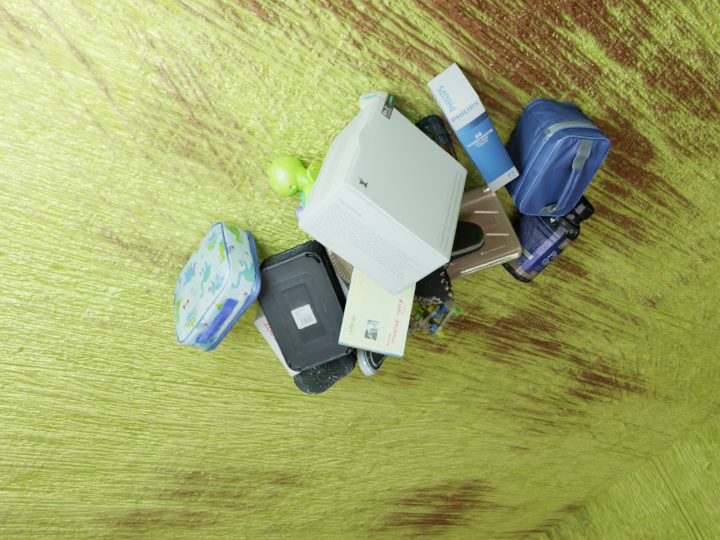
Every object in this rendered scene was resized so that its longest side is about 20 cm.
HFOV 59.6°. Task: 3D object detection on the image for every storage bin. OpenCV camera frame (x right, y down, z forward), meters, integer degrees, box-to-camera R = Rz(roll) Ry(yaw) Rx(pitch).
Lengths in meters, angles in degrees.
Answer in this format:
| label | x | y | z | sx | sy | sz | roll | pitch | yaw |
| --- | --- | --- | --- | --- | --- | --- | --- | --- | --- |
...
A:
| label | x | y | z | sx | sy | sz | roll | pitch | yaw |
| --- | --- | --- | --- | --- | --- | --- | --- | --- | --- |
| storage bin | -0.100 | 0.064 | 1.150 | 0.133 | 0.094 | 0.204 | -20 | 104 | 7 |

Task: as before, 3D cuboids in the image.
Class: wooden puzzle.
| label | x | y | z | sx | sy | sz | roll | pitch | yaw |
| --- | --- | --- | --- | --- | --- | --- | --- | --- | --- |
| wooden puzzle | 0.199 | -0.073 | 1.218 | 0.182 | 0.047 | 0.201 | -20 | 135 | 20 |

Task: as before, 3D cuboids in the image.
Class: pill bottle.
| label | x | y | z | sx | sy | sz | roll | pitch | yaw |
| --- | --- | --- | --- | --- | --- | --- | --- | --- | --- |
| pill bottle | 0.376 | -0.080 | 1.287 | 0.110 | 0.113 | 0.200 | 19 | 125 | -36 |

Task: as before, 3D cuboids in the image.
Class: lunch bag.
| label | x | y | z | sx | sy | sz | roll | pitch | yaw |
| --- | --- | --- | --- | --- | --- | --- | --- | --- | --- |
| lunch bag | -0.255 | 0.033 | 1.103 | 0.081 | 0.162 | 0.201 | 19 | 124 | -36 |
| lunch bag | 0.345 | -0.190 | 1.143 | 0.133 | 0.134 | 0.202 | 0 | 134 | -22 |

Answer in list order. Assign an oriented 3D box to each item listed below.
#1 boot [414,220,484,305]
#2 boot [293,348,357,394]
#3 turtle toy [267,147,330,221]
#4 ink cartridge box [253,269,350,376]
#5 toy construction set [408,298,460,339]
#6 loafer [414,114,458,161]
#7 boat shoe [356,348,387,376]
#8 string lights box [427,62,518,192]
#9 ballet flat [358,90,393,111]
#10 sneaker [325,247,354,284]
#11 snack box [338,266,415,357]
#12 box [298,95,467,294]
| label | x | y | z | sx | sy | sz | roll | pitch | yaw |
| --- | --- | --- | --- | --- | --- | --- | --- | --- | --- |
| boot | 0.159 | -0.010 | 1.198 | 0.200 | 0.075 | 0.154 | -14 | 138 | 25 |
| boot | -0.039 | 0.172 | 1.347 | 0.163 | 0.200 | 0.066 | -26 | 102 | 31 |
| turtle toy | -0.064 | -0.125 | 1.051 | 0.199 | 0.148 | 0.100 | 35 | 147 | -26 |
| ink cartridge box | -0.092 | 0.095 | 1.254 | 0.198 | 0.085 | 0.146 | -30 | 107 | 10 |
| toy construction set | 0.141 | 0.105 | 1.362 | 0.092 | 0.132 | 0.199 | 45 | 149 | -13 |
| loafer | 0.145 | -0.177 | 1.117 | 0.072 | 0.073 | 0.201 | -27 | 139 | 5 |
| boat shoe | 0.052 | 0.129 | 1.288 | 0.067 | 0.200 | 0.074 | -22 | 113 | 34 |
| string lights box | 0.191 | -0.234 | 1.054 | 0.058 | 0.104 | 0.200 | -31 | 138 | 13 |
| ballet flat | 0.032 | -0.211 | 1.052 | 0.068 | 0.070 | 0.202 | -17 | 137 | -4 |
| sneaker | 0.000 | 0.000 | 1.209 | 0.070 | 0.108 | 0.200 | -46 | 107 | -2 |
| snack box | 0.036 | 0.040 | 1.102 | 0.113 | 0.205 | 0.037 | 12 | 167 | 0 |
| box | 0.040 | -0.112 | 0.954 | 0.198 | 0.202 | 0.130 | 35 | 140 | -19 |
